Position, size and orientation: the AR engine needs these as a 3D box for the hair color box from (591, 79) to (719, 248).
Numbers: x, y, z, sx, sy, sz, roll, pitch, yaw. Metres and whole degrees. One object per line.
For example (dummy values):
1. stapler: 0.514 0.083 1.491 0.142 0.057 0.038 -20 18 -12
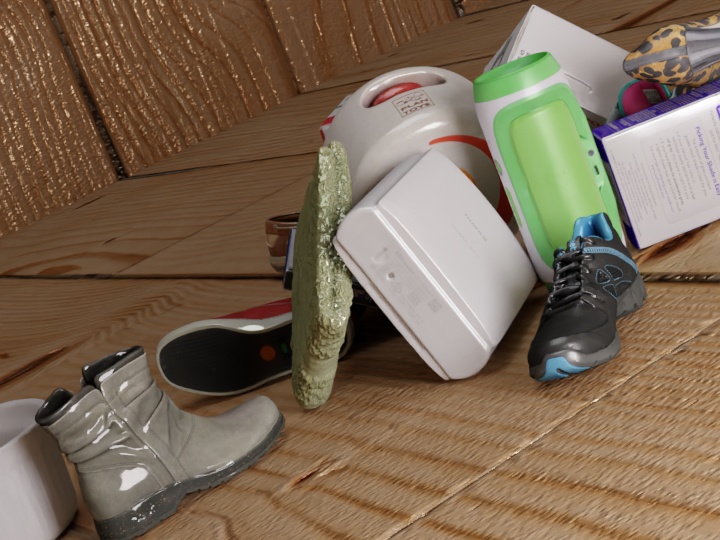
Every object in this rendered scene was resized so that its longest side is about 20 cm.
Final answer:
1. hair color box: 0.321 -0.109 1.496 0.199 0.110 0.065 -21 12 4

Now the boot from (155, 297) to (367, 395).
1. boot: -0.092 0.059 1.613 0.198 0.073 0.144 -11 14 11

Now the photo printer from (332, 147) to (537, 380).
1. photo printer: 0.071 -0.014 1.410 0.069 0.167 0.200 -37 4 26

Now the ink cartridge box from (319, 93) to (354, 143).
1. ink cartridge box: 0.025 -0.147 2.090 0.083 0.145 0.200 -17 14 13

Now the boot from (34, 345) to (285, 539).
1. boot: -0.155 0.116 1.327 0.199 0.132 0.067 -31 16 -36

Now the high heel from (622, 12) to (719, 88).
1. high heel: 0.291 -0.197 1.553 0.141 0.072 0.200 -12 -2 -7

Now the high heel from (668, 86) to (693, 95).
1. high heel: 0.386 -0.194 1.779 0.199 0.072 0.142 0 17 39

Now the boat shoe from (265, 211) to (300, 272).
1. boat shoe: -0.023 -0.057 1.955 0.198 0.072 0.076 -16 13 11

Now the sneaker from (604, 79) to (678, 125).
1. sneaker: 0.303 -0.137 1.616 0.083 0.122 0.200 -11 17 44

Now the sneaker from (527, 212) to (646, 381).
1. sneaker: 0.165 0.021 1.284 0.073 0.082 0.200 -14 16 24

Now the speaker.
1. speaker: 0.166 -0.084 1.445 0.088 0.201 0.088 -21 12 5

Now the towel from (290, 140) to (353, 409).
1. towel: -0.032 0.002 1.430 0.036 0.149 0.201 6 52 -9

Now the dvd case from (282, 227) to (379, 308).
1. dvd case: 0.000 0.000 1.624 0.149 0.025 0.200 11 13 -3

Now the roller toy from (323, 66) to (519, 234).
1. roller toy: 0.061 -0.089 1.567 0.183 0.199 0.140 -59 29 17

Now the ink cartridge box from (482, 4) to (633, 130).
1. ink cartridge box: 0.208 -0.187 1.782 0.200 0.145 0.085 131 164 -74

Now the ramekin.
1. ramekin: -0.335 0.195 1.388 0.199 0.098 0.201 -21 13 5
